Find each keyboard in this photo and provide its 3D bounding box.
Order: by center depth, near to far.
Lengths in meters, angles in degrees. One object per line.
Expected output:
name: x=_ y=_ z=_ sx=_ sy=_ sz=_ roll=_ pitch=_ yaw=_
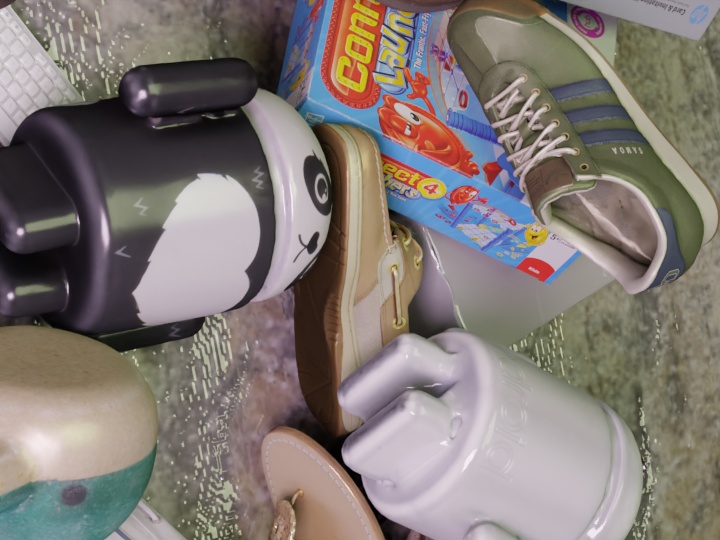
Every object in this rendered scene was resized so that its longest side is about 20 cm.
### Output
keyboard: x=-0.168 y=-0.073 z=1.187 sx=0.200 sy=0.011 sz=0.056 roll=53 pitch=52 yaw=-22

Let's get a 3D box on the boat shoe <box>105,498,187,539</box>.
boat shoe: x=-0.088 y=0.174 z=1.128 sx=0.200 sy=0.074 sz=0.065 roll=44 pitch=46 yaw=9

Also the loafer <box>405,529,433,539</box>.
loafer: x=0.060 y=0.150 z=1.330 sx=0.063 sy=0.072 sz=0.200 roll=51 pitch=46 yaw=-4

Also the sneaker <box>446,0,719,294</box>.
sneaker: x=0.117 y=-0.069 z=1.221 sx=0.200 sy=0.067 sz=0.090 roll=45 pitch=41 yaw=-3

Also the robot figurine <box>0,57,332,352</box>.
robot figurine: x=-0.110 y=-0.031 z=1.143 sx=0.199 sy=0.150 sz=0.126 roll=-11 pitch=82 yaw=-32

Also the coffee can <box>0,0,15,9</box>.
coffee can: x=-0.260 y=-0.204 z=1.032 sx=0.199 sy=0.146 sz=0.147 roll=-1 pitch=83 yaw=-42

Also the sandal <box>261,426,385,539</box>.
sandal: x=-0.021 y=0.198 z=1.233 sx=0.070 sy=0.077 sz=0.213 roll=-37 pitch=114 yaw=-39

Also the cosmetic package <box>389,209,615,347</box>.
cosmetic package: x=0.089 y=-0.018 z=1.368 sx=0.200 sy=0.090 sz=0.107 roll=-26 pitch=99 yaw=-39

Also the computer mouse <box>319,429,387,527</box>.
computer mouse: x=0.025 y=0.101 z=1.328 sx=0.200 sy=0.034 sz=0.059 roll=-39 pitch=118 yaw=-47

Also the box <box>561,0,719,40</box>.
box: x=0.119 y=-0.228 z=1.375 sx=0.155 sy=0.041 sz=0.200 roll=9 pitch=33 yaw=-42

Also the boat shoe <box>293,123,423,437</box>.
boat shoe: x=0.000 y=0.000 z=1.244 sx=0.066 sy=0.074 sz=0.201 roll=-17 pitch=129 yaw=-25

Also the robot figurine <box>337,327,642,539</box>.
robot figurine: x=0.080 y=0.108 z=1.223 sx=0.199 sy=0.113 sz=0.170 roll=28 pitch=42 yaw=-32

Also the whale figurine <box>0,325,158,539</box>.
whale figurine: x=-0.199 y=0.092 z=1.053 sx=0.199 sy=0.159 sz=0.104 roll=-3 pitch=111 yaw=-21

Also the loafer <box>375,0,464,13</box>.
loafer: x=0.015 y=-0.197 z=1.219 sx=0.199 sy=0.071 sz=0.073 roll=7 pitch=72 yaw=-42

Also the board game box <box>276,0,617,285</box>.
board game box: x=0.055 y=-0.119 z=1.301 sx=0.195 sy=0.056 sz=0.201 roll=24 pitch=50 yaw=-18
